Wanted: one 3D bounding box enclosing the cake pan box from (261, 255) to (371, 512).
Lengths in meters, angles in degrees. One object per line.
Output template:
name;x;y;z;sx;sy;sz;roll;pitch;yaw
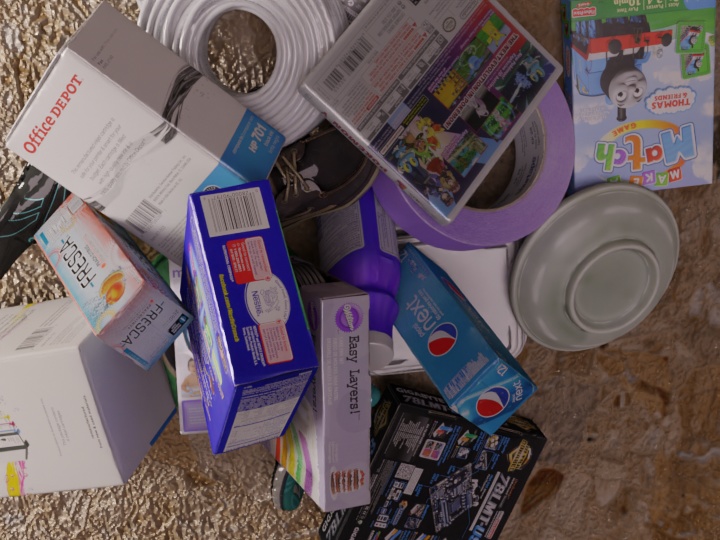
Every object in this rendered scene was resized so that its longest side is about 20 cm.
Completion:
cake pan box;-0.046;0.093;0.978;0.052;0.184;0.203;-6;105;-24

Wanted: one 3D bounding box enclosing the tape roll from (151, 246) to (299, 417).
tape roll;-0.138;0.056;1.112;0.198;0.048;0.203;-2;108;-6

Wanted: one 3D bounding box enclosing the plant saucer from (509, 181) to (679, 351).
plant saucer;0.253;0.008;1.108;0.198;0.050;0.202;-9;121;-16

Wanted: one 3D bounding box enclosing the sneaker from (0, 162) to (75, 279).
sneaker;-0.306;-0.064;1.041;0.079;0.076;0.201;32;103;-17

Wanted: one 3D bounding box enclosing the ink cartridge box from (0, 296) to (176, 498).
ink cartridge box;-0.310;0.120;1.038;0.198;0.147;0.146;-9;110;15

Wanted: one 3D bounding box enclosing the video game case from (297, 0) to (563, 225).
video game case;0.068;-0.174;0.971;0.182;0.023;0.201;42;71;-11

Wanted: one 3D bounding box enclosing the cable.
cable;-0.109;-0.207;0.989;0.198;0.069;0.202;-13;102;12

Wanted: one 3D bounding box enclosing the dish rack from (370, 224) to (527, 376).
dish rack;0.084;0.032;1.131;0.197;0.044;0.174;-6;108;-5

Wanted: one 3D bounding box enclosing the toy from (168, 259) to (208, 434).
toy;-0.130;0.076;1.069;0.114;0.047;0.202;-3;109;-7

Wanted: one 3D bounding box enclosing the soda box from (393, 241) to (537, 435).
soda box;0.082;0.060;1.007;0.064;0.200;0.068;-46;128;10

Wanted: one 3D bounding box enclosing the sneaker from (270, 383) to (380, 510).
sneaker;-0.042;0.186;1.130;0.079;0.078;0.201;24;121;-2

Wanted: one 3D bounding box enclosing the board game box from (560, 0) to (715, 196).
board game box;0.283;-0.181;1.084;0.149;0.037;0.202;-7;110;-4

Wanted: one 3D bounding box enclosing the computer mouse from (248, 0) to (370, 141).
computer mouse;-0.026;-0.203;1.043;0.109;0.044;0.201;33;108;-10

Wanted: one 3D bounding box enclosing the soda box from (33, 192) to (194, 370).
soda box;-0.227;0.004;0.964;0.064;0.200;0.068;-47;131;0

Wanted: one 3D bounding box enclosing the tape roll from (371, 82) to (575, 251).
tape roll;0.105;-0.122;1.030;0.198;0.066;0.203;1;86;-18

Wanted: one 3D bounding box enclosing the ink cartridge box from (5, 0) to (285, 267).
ink cartridge box;-0.190;-0.114;0.947;0.199;0.086;0.146;37;134;-15

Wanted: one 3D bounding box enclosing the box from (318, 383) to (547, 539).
box;0.080;0.239;1.176;0.197;0.050;0.202;15;108;-26

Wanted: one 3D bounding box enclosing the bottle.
bottle;0.000;0.000;1.027;0.065;0.202;0.083;21;135;-31

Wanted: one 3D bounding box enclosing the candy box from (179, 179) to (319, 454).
candy box;-0.103;0.047;0.921;0.076;0.200;0.171;-9;69;-18

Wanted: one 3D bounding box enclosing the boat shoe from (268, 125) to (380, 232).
boat shoe;-0.060;-0.081;1.012;0.199;0.073;0.075;-32;78;39
